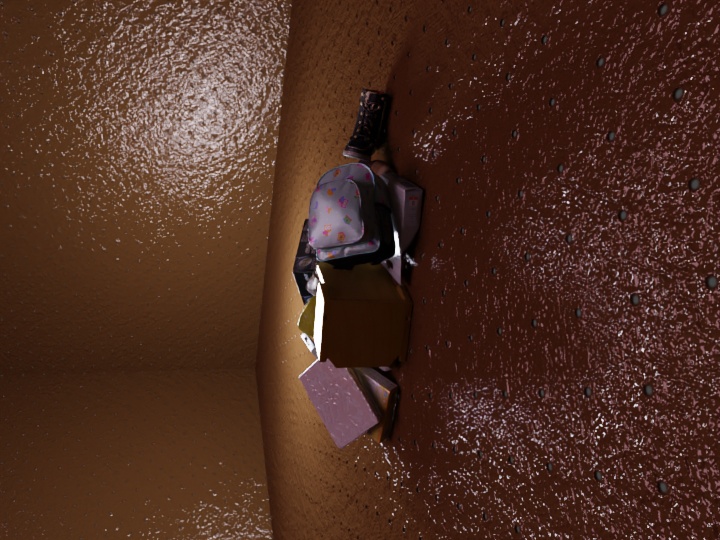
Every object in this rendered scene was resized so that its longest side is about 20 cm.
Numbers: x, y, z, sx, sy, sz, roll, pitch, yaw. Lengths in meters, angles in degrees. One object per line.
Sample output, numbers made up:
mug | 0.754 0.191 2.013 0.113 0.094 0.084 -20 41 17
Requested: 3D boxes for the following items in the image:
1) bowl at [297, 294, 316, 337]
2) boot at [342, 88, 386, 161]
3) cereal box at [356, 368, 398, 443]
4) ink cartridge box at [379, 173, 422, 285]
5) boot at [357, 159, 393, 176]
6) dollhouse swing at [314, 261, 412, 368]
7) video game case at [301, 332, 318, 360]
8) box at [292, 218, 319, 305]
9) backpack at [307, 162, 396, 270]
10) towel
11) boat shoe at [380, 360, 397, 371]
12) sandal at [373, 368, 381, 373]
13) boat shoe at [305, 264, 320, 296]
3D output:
bowl | -0.071 0.120 1.489 0.107 0.199 0.203 37 139 15
boot | 0.014 -0.351 1.285 0.200 0.071 0.155 -55 -21 -66
cereal box | -0.006 0.287 1.254 0.197 0.039 0.149 27 119 35
ink cartridge box | 0.083 -0.094 1.169 0.162 0.048 0.207 -128 35 -64
boot | -0.003 -0.179 1.298 0.203 0.072 0.166 -56 28 2
dollhouse swing | -0.010 0.090 1.178 0.176 0.193 0.189 -141 55 -67
video game case | -0.084 0.268 1.476 0.201 0.022 0.182 51 172 -14
box | -0.130 -0.024 1.602 0.166 0.083 0.205 79 -164 -51
backpack | -0.023 -0.123 1.132 0.171 0.152 0.207 -10 70 29
towel | -0.050 0.295 1.250 0.191 0.032 0.203 -45 72 42
boat shoe | 0.002 0.159 1.221 0.200 0.070 0.070 47 118 18
sandal | 0.031 0.196 1.296 0.070 0.075 0.218 -44 -27 -66
boat shoe | -0.082 0.010 1.333 0.197 0.073 0.078 -21 48 49
